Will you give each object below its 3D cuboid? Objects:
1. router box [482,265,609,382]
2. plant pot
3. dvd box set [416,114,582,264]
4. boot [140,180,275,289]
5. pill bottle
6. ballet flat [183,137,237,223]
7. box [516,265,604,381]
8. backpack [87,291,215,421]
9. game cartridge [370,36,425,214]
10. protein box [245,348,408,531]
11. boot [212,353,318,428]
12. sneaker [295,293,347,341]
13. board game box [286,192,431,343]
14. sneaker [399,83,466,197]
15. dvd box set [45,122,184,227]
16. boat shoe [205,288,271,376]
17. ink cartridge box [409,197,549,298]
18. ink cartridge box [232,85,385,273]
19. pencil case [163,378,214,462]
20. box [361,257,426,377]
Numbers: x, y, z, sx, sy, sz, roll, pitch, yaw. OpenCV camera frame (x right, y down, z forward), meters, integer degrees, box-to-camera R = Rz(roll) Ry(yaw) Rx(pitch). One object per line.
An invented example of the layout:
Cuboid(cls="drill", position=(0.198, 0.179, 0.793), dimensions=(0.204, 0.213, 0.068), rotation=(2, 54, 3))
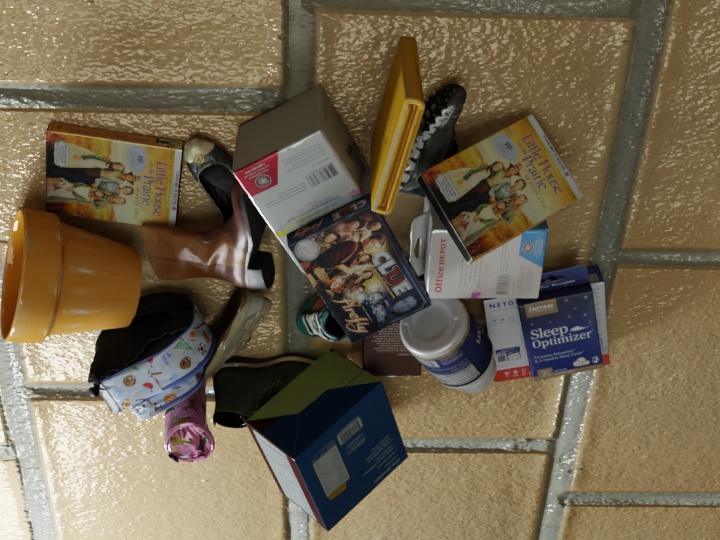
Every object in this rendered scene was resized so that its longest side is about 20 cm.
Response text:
Cuboid(cls="router box", position=(0.308, 0.091, 1.781), dimensions=(0.199, 0.049, 0.180), rotation=(-10, 125, 5))
Cuboid(cls="plant pot", position=(-0.439, 0.016, 1.630), dimensions=(0.183, 0.201, 0.201), rotation=(7, 126, -26))
Cuboid(cls="dvd box set", position=(0.202, -0.119, 1.537), dimensions=(0.199, 0.029, 0.147), rotation=(-28, 83, -15))
Cuboid(cls="boot", position=(-0.236, -0.060, 1.612), dimensions=(0.199, 0.069, 0.189), rotation=(7, 133, 18))
Cuboid(cls="pill bottle", position=(0.148, 0.122, 1.702), dimensions=(0.111, 0.111, 0.200), rotation=(-23, 145, 14))
Cuboid(cls="ballet flat", position=(-0.201, -0.118, 1.612), dimensions=(0.066, 0.057, 0.200), rotation=(-24, 123, 14))
Cuboid(cls="box", position=(0.322, 0.089, 1.731), dimensions=(0.121, 0.032, 0.201), rotation=(-12, 124, 7))
Cuboid(cls="backpack", position=(-0.327, 0.134, 1.713), dimensions=(0.190, 0.200, 0.154), rotation=(-31, 123, 10))
Cuboid(cls="game cartridge", position=(0.049, -0.203, 1.472), dimensions=(0.032, 0.200, 0.177), rotation=(12, 125, -7))
Cuboid(cls="protein box", position=(-0.052, 0.283, 1.787), dimensions=(0.198, 0.135, 0.200), rotation=(-39, 135, -23))
Cuboid(cls="boot", position=(-0.152, 0.213, 1.799), dimensions=(0.199, 0.139, 0.078), rotation=(-4, 125, 0))
Cuboid(cls="sneaker", position=(-0.049, 0.075, 1.697), dimensions=(0.200, 0.080, 0.072), rotation=(-18, 101, 48))
Cuboid(cls="board game box", position=(0.000, 0.000, 1.538), dimensions=(0.135, 0.035, 0.200), rotation=(-26, 123, 10))
Cuboid(cls="sneaker", position=(0.114, -0.186, 1.573), dimensions=(0.090, 0.067, 0.200), rotation=(19, 124, -21))
Cuboid(cls="dvd box set", position=(-0.371, -0.140, 1.607), dimensions=(0.199, 0.029, 0.147), rotation=(8, 125, -7))
Cuboid(cls="boat shoe", position=(-0.210, 0.110, 1.766), dimensions=(0.065, 0.072, 0.200), rotation=(14, 129, -27))
Cuboid(cls="ink cartridge box", position=(0.172, -0.043, 1.634), dimensions=(0.199, 0.125, 0.129), rotation=(1, 125, -3))
Cuboid(cls="ink cartridge box", position=(-0.071, -0.131, 1.552), dimensions=(0.145, 0.145, 0.200), rotation=(-24, 122, 14))
Cuboid(cls="pencil case", position=(-0.289, 0.233, 1.774), dimensions=(0.083, 0.200, 0.087), rotation=(20, 113, -23))
Cuboid(cls="box", position=(0.054, 0.077, 1.750), dimensions=(0.100, 0.075, 0.201), rotation=(1, 124, -3))
